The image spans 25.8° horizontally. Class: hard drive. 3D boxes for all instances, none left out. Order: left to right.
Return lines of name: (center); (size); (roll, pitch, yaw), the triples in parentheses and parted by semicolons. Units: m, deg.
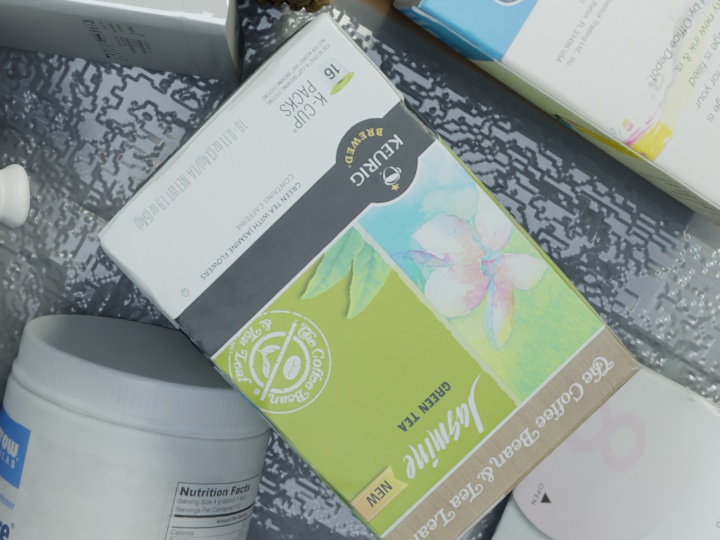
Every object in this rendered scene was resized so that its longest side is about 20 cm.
hard drive: (-0.154, -0.122, 0.719); (0.197, 0.132, 0.027); (8, 87, -1)

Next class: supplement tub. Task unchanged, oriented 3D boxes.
supplement tub: (-0.122, 0.135, 0.765); (0.130, 0.132, 0.203); (12, 97, -5)

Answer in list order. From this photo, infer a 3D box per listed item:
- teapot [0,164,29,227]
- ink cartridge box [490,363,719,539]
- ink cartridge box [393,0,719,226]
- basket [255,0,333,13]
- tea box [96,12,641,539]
teapot: (-0.211, -0.027, 0.651); (0.144, 0.200, 0.200); (1, 82, -21)
ink cartridge box: (0.157, 0.147, 0.763); (0.057, 0.199, 0.164); (17, 99, -45)
ink cartridge box: (0.138, -0.130, 0.734); (0.199, 0.145, 0.148); (33, 96, -7)
basket: (-0.066, -0.229, 0.705); (0.147, 0.143, 0.203); (7, 91, -11)
tea box: (0.000, 0.000, 0.717); (0.134, 0.200, 0.197); (-44, 98, 3)
